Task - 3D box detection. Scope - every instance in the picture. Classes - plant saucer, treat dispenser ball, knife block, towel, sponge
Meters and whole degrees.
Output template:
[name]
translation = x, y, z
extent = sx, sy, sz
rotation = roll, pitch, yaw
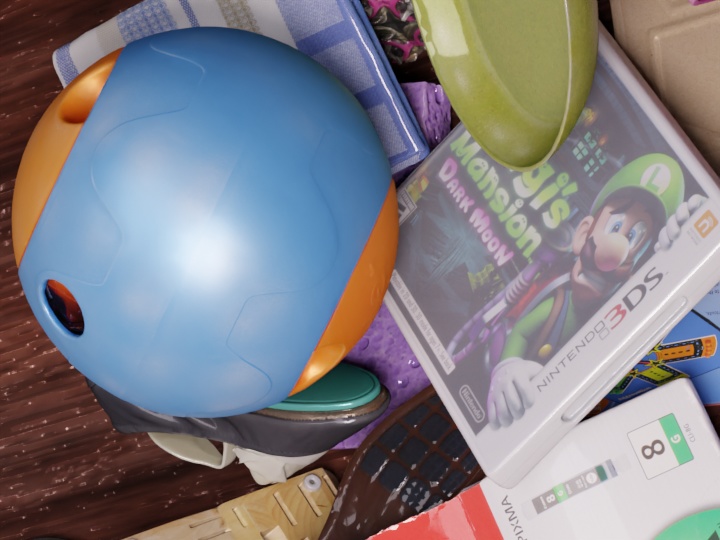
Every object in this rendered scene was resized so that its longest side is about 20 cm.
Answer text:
[plant saucer]
translation = 0.072, -0.150, 1.466
extent = 0.200, 0.031, 0.201
rotation = 164, 90, -71
[treat dispenser ball]
translation = -0.080, -0.025, 1.500
extent = 0.200, 0.201, 0.202
rotation = -5, 80, 33
[knife block]
translation = -0.101, 0.204, 1.608
extent = 0.064, 0.199, 0.176
rotation = 57, 146, 23
[towel]
translation = -0.068, -0.092, 1.602
extent = 0.200, 0.024, 0.147
rotation = -23, 98, 33
[sponge]
translation = 0.000, 0.000, 1.609
extent = 0.111, 0.030, 0.201
rotation = -7, 81, 34

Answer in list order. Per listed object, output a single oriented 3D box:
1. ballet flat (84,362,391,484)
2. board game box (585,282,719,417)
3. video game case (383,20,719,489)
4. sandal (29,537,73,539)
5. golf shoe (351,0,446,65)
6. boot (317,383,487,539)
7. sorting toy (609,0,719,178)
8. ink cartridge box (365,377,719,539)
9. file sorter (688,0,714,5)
[ballet flat]
translation = -0.065, 0.079, 1.593
extent = 0.199, 0.073, 0.073
rotation = 9, 88, 33
[board game box]
translation = 0.175, 0.018, 1.488
extent = 0.199, 0.019, 0.103
rotation = -7, 88, 32
[video game case]
translation = 0.093, -0.016, 1.485
extent = 0.182, 0.023, 0.200
rotation = -46, 42, 15
[sandal]
translation = -0.152, 0.199, 1.670
extent = 0.199, 0.045, 0.075
rotation = 9, 89, 34
[golf shoe]
translation = -0.026, -0.163, 1.623
extent = 0.199, 0.073, 0.092
rotation = -2, 59, 27
[boot]
translation = 0.032, 0.140, 1.550
extent = 0.075, 0.097, 0.200
rotation = 36, 81, 34
[sorting toy]
translation = 0.215, -0.141, 1.489
extent = 0.185, 0.036, 0.201
rotation = -15, 80, 31
[ink cartridge box]
translation = 0.107, 0.167, 1.450
extent = 0.199, 0.050, 0.161
rotation = -24, 77, 1
[file sorter]
translation = 0.156, -0.245, 1.410
extent = 0.139, 0.125, 0.200
rotation = -45, 80, 23
